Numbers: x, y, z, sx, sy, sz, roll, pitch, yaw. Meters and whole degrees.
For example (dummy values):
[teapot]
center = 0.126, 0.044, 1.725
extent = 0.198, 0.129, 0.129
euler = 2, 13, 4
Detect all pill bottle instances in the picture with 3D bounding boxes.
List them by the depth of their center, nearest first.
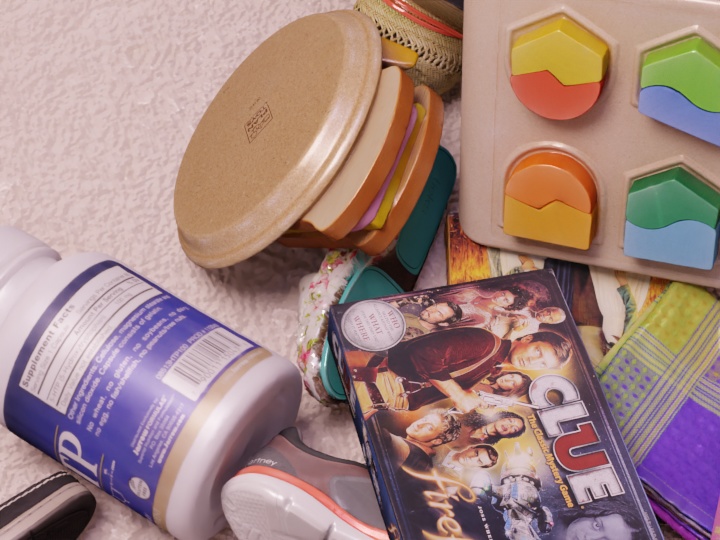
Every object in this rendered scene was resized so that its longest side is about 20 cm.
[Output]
[pill bottle]
center = -0.146, 0.059, 1.027
extent = 0.200, 0.120, 0.120
euler = 30, 66, 17

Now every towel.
[towel]
center = 0.227, 0.103, 1.024
extent = 0.200, 0.023, 0.144
euler = 39, 61, 10

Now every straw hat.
[straw hat]
center = 0.039, -0.159, 1.155
extent = 0.201, 0.201, 0.085
euler = 40, 111, 21

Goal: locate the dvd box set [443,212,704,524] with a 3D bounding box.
[dvd box set]
center = 0.125, 0.056, 1.072
extent = 0.146, 0.029, 0.200
euler = 1, 61, 0

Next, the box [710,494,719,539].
[box]
center = 0.223, 0.171, 0.889
extent = 0.097, 0.176, 0.200
euler = 12, 85, 8

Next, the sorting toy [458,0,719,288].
[sorting toy]
center = 0.147, -0.075, 1.013
extent = 0.200, 0.185, 0.036
euler = 14, 37, 20

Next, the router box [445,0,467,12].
[router box]
center = 0.119, -0.180, 1.101
extent = 0.200, 0.062, 0.150
euler = 27, 19, -15

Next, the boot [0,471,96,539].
[boot]
center = -0.269, 0.140, 1.015
extent = 0.200, 0.073, 0.151
euler = -35, 65, -11

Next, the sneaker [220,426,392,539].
[sneaker]
center = 0.024, 0.149, 0.991
extent = 0.200, 0.077, 0.082
euler = 33, 46, -1

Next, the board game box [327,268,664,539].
[board game box]
center = 0.071, 0.094, 0.968
extent = 0.135, 0.035, 0.200
euler = -10, 52, -12

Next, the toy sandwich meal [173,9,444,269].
[toy sandwich meal]
center = -0.034, -0.074, 1.093
extent = 0.070, 0.205, 0.205
euler = 34, 58, -29

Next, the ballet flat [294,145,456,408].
[ballet flat]
center = 0.000, 0.000, 1.096
extent = 0.064, 0.076, 0.200
euler = 1, 50, 38
